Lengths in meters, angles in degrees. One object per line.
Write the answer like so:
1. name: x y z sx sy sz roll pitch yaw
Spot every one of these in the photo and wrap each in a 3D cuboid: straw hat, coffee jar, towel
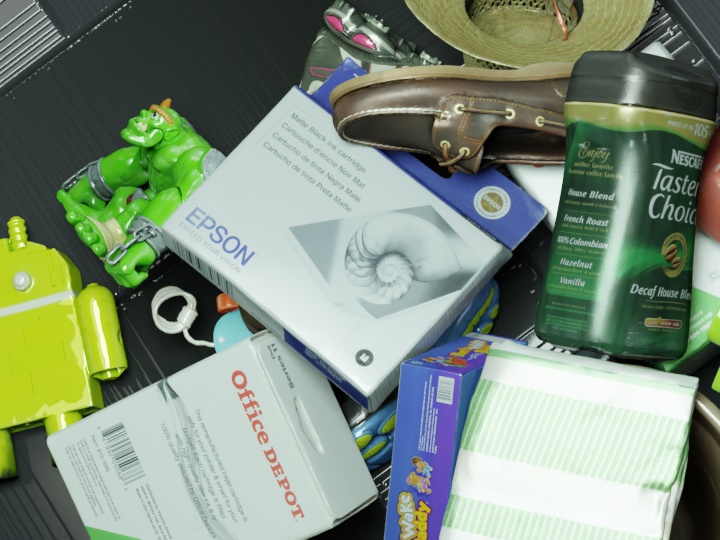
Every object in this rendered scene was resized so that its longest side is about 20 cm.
1. straw hat: 0.120 -0.182 1.516 0.199 0.086 0.202 5 47 -5
2. coffee jar: 0.179 -0.044 1.356 0.085 0.104 0.202 9 93 49
3. towel: 0.131 0.155 1.315 0.151 0.023 0.202 11 83 14

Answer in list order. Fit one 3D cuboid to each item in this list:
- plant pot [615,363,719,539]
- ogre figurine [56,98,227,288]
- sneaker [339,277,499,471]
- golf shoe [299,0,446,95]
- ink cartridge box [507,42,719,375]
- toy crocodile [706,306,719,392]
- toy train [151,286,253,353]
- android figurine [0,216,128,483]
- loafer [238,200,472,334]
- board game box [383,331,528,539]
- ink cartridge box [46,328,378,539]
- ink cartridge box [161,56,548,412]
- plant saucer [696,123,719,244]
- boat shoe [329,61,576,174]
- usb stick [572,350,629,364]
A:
1. plant pot: 0.179 0.174 1.400 0.198 0.175 0.202 -2 80 11
2. ogre figurine: -0.159 -0.059 1.520 0.120 0.200 0.098 -40 95 -4
3. sneaker: 0.022 0.072 1.514 0.083 0.071 0.200 36 88 29
4. golf shoe: 0.034 -0.125 1.526 0.200 0.077 0.089 36 97 39
5. ink cartridge box: 0.219 -0.041 1.470 0.146 0.083 0.201 -37 75 3
6. toy crocodile: 0.279 0.010 1.350 0.067 0.062 0.201 24 128 20
7. toy train: -0.058 -0.006 1.548 0.150 0.056 0.200 40 89 20
8. android figurine: -0.272 0.060 1.586 0.180 0.041 0.202 -13 79 10
9. loafer: 0.000 0.000 1.464 0.198 0.071 0.074 -22 72 9
10. board game box: 0.064 0.154 1.405 0.044 0.134 0.202 10 101 23
11. ink cartridge box: -0.106 0.142 1.468 0.199 0.083 0.148 -25 88 28
12. ink cartridge box: -0.002 -0.036 1.420 0.199 0.041 0.200 37 73 16
13. plant saucer: 0.346 -0.067 1.397 0.199 0.037 0.200 38 73 10
14. boat shoe: 0.079 -0.102 1.405 0.198 0.070 0.071 -4 72 -4
15. usb stick: 0.117 0.124 1.488 0.199 0.033 0.056 -38 81 8
